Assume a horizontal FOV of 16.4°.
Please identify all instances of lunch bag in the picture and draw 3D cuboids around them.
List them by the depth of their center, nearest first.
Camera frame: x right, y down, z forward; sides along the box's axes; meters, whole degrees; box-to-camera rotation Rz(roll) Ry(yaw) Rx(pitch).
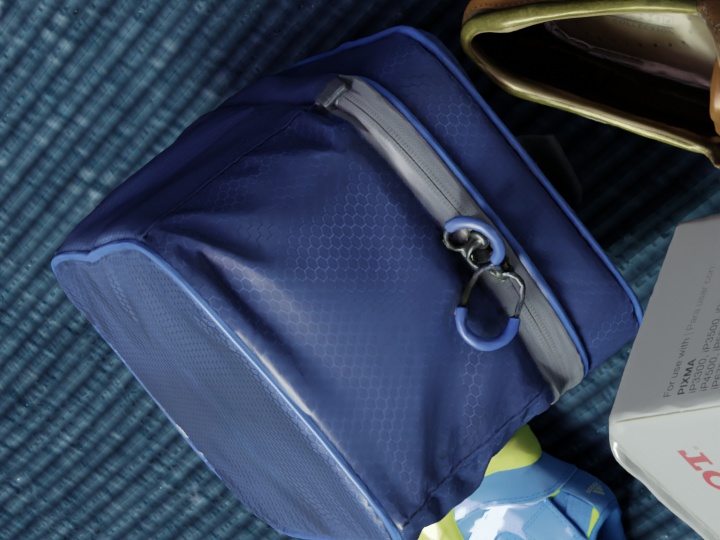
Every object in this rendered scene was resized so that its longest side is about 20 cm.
[{"bbox_3d":[0.000,0.000,0.821,0.136,0.132,0.200,51,164,-13],"label":"lunch bag"}]

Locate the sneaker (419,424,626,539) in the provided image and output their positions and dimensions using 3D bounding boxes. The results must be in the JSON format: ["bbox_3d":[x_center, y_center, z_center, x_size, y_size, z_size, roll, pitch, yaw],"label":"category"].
[{"bbox_3d":[0.053,0.146,0.958,0.105,0.076,0.201,23,131,22],"label":"sneaker"}]

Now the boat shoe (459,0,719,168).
[{"bbox_3d":[0.124,-0.056,0.736,0.199,0.068,0.072,13,129,32],"label":"boat shoe"}]

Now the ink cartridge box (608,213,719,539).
[{"bbox_3d":[0.193,0.041,0.717,0.199,0.084,0.145,-13,134,45],"label":"ink cartridge box"}]
